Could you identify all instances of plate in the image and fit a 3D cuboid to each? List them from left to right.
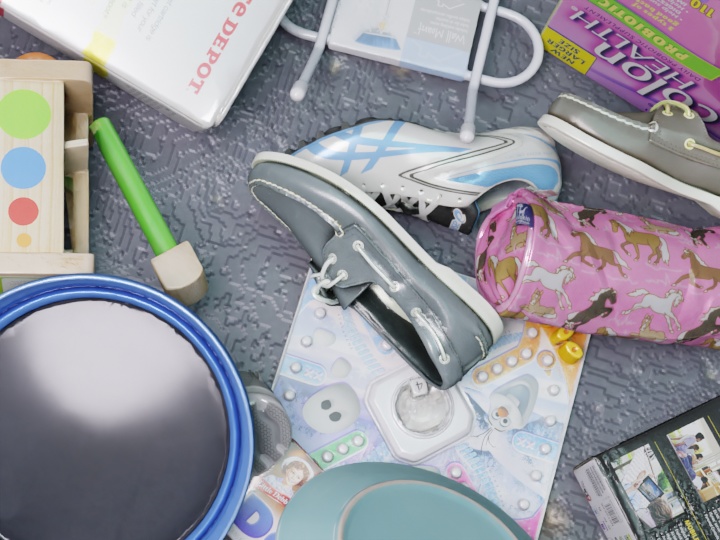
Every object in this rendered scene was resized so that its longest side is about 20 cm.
[{"bbox_3d":[0.045,0.185,1.032,0.200,0.026,0.200,18,36,-13],"label":"plate"}]

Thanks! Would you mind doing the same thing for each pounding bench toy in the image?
[{"bbox_3d":[-0.197,-0.055,1.097,0.199,0.124,0.156,1,74,-9],"label":"pounding bench toy"}]

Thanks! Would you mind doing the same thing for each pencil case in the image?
[{"bbox_3d":[0.179,0.001,1.148,0.200,0.083,0.087,10,114,-18],"label":"pencil case"}]

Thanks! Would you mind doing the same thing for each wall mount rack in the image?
[{"bbox_3d":[0.029,-0.162,1.181,0.200,0.075,0.174,13,66,1],"label":"wall mount rack"}]

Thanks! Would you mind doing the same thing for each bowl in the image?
[{"bbox_3d":[-0.162,0.101,1.021,0.200,0.039,0.201,0,93,0],"label":"bowl"}]

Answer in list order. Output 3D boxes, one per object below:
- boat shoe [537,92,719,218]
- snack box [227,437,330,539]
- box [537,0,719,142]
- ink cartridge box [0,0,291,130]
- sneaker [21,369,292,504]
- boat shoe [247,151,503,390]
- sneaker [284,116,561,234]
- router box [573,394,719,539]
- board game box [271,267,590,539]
[{"bbox_3d":[0.218,-0.081,1.168,0.201,0.072,0.060,23,94,-11],"label":"boat shoe"},{"bbox_3d":[-0.002,0.202,1.089,0.072,0.024,0.200,-44,92,-5],"label":"snack box"},{"bbox_3d":[0.237,-0.183,1.162,0.176,0.200,0.097,32,72,1],"label":"box"},{"bbox_3d":[-0.151,-0.201,1.125,0.200,0.083,0.145,31,86,-12],"label":"ink cartridge box"},{"bbox_3d":[-0.138,0.124,1.092,0.200,0.082,0.075,-21,113,0],"label":"sneaker"},{"bbox_3d":[0.000,0.000,1.113,0.200,0.073,0.062,38,69,-2],"label":"boat shoe"},{"bbox_3d":[0.040,-0.061,1.164,0.199,0.072,0.073,-1,68,-8],"label":"sneaker"},{"bbox_3d":[0.254,0.187,1.136,0.149,0.051,0.200,-23,79,-16],"label":"router box"},{"bbox_3d":[0.041,0.091,1.144,0.200,0.026,0.200,18,72,-4],"label":"board game box"}]
